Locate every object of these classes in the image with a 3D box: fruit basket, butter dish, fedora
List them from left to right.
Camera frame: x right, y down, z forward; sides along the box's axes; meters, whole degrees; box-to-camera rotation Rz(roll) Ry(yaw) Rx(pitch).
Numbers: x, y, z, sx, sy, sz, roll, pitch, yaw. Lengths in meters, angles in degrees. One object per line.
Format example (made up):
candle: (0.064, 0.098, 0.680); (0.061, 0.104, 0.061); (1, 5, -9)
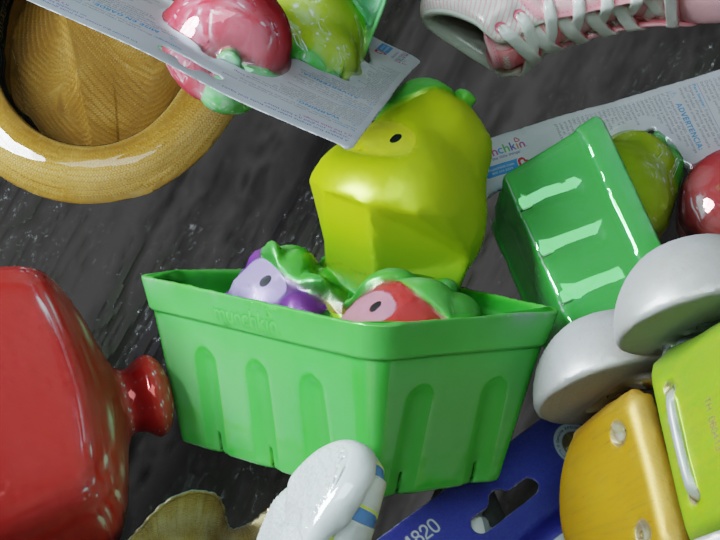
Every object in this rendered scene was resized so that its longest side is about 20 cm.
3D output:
butter dish: (-0.169, 0.082, 1.090); (0.146, 0.200, 0.202); (-16, 69, -9)
fedora: (-0.147, -0.123, 1.208); (0.198, 0.082, 0.203); (-2, 70, 4)
fruit basket: (-0.069, -0.119, 1.065); (0.184, 0.200, 0.094); (24, 117, 2)
fruit basket: (0.000, 0.000, 1.085); (0.154, 0.215, 0.217); (-3, 66, -41)
fruit basket: (0.180, -0.016, 1.148); (0.198, 0.094, 0.187); (-15, 65, -18)

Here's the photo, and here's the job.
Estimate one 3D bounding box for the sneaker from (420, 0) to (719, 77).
sneaker: (0.127, -0.150, 1.198); (0.198, 0.075, 0.105); (15, 70, 17)

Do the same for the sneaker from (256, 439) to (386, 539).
sneaker: (-0.009, 0.172, 1.018); (0.104, 0.201, 0.076); (21, 31, -12)

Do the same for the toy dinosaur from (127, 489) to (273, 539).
toy dinosaur: (-0.108, 0.159, 1.090); (0.058, 0.199, 0.102); (39, 122, 39)

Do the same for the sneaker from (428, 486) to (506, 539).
sneaker: (0.096, 0.202, 1.103); (0.114, 0.075, 0.202); (8, 56, -20)

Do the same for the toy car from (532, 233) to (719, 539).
toy car: (0.180, 0.088, 0.987); (0.148, 0.200, 0.177); (-1, 66, -23)

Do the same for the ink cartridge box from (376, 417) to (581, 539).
ink cartridge box: (0.126, 0.169, 1.064); (0.199, 0.041, 0.200); (-32, 76, -36)
